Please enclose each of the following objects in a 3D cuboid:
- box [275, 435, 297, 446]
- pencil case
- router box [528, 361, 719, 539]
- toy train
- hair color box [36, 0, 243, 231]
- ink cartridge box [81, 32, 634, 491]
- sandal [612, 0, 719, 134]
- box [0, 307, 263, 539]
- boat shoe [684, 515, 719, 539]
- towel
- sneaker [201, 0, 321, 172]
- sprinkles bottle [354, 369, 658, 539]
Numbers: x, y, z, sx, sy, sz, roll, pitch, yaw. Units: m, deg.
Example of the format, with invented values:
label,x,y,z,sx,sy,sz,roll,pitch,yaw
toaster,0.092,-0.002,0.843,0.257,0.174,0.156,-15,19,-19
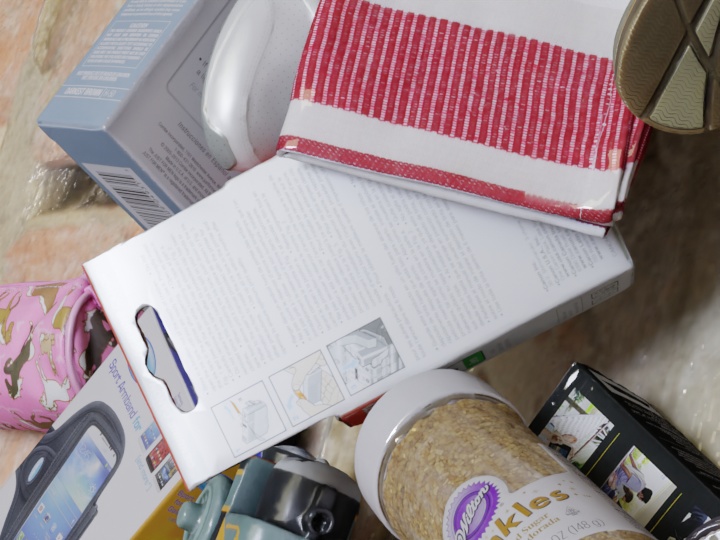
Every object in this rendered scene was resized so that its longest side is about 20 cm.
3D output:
label,x,y,z,sx,sy,sz,roll,pitch,yaw
box,-0.094,0.142,1.011,0.121,0.032,0.201,-8,60,47
pencil case,-0.188,0.046,1.141,0.199,0.083,0.087,-5,52,49
router box,0.078,0.159,0.781,0.201,0.051,0.149,-54,39,9
toy train,-0.055,0.172,0.880,0.201,0.085,0.114,-68,15,-11
hair color box,-0.042,-0.108,0.893,0.060,0.099,0.201,10,59,51
ink cartridge box,0.000,0.000,0.818,0.199,0.050,0.110,-27,79,3
sandal,0.159,-0.141,0.734,0.201,0.080,0.054,-55,15,15
box,-0.124,0.112,1.006,0.200,0.041,0.119,-52,37,16
boat shoe,0.159,0.158,0.640,0.072,0.065,0.201,-40,59,19
towel,0.060,-0.122,0.799,0.143,0.023,0.201,14,72,14
sneaker,0.016,-0.109,0.843,0.200,0.071,0.080,-42,42,-21
sprinkles bottle,0.062,0.100,0.708,0.068,0.068,0.200,-57,28,4
